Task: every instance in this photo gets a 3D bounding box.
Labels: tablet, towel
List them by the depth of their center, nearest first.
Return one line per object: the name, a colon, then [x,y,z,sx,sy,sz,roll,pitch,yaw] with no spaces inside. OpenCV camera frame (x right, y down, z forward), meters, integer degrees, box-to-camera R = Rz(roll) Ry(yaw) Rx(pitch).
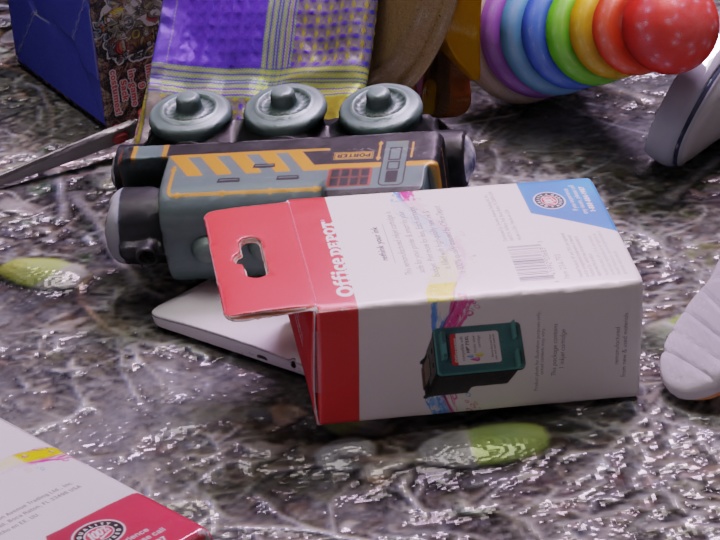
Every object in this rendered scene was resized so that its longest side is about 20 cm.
tablet: [0.000,0.000,1.388,0.130,0.014,0.200,17,34,38]
towel: [-0.060,-0.129,1.511,0.144,0.200,0.023,5,-15,24]

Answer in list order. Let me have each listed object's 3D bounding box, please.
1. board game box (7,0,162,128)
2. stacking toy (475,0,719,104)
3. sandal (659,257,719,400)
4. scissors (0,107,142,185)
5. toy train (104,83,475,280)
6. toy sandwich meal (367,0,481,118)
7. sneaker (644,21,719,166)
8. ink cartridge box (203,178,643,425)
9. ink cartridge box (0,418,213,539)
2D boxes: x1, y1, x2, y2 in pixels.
board game box: [-0.111,-0.182,1.683,0.200,0.097,0.159,-17,29,-23]
stacking toy: [0.137,-0.142,1.501,0.085,0.085,0.200,-18,9,-24]
sandal: [0.218,0.004,1.297,0.079,0.059,0.207,0,43,50]
scissors: [-0.134,-0.083,1.573,0.200,0.073,0.014,-30,67,-3]
toy train: [-0.040,-0.043,1.382,0.200,0.085,0.114,-1,36,8]
toy sandwich meal: [0.034,-0.183,1.549,0.070,0.205,0.205,4,20,-27]
sneaker: [0.243,-0.115,1.510,0.071,0.073,0.200,35,53,21]
ink cartridge box: [0.028,0.015,1.272,0.200,0.067,0.116,-5,29,-7]
ink cartridge box: [-0.173,0.135,1.067,0.148,0.086,0.200,-26,31,-35]
